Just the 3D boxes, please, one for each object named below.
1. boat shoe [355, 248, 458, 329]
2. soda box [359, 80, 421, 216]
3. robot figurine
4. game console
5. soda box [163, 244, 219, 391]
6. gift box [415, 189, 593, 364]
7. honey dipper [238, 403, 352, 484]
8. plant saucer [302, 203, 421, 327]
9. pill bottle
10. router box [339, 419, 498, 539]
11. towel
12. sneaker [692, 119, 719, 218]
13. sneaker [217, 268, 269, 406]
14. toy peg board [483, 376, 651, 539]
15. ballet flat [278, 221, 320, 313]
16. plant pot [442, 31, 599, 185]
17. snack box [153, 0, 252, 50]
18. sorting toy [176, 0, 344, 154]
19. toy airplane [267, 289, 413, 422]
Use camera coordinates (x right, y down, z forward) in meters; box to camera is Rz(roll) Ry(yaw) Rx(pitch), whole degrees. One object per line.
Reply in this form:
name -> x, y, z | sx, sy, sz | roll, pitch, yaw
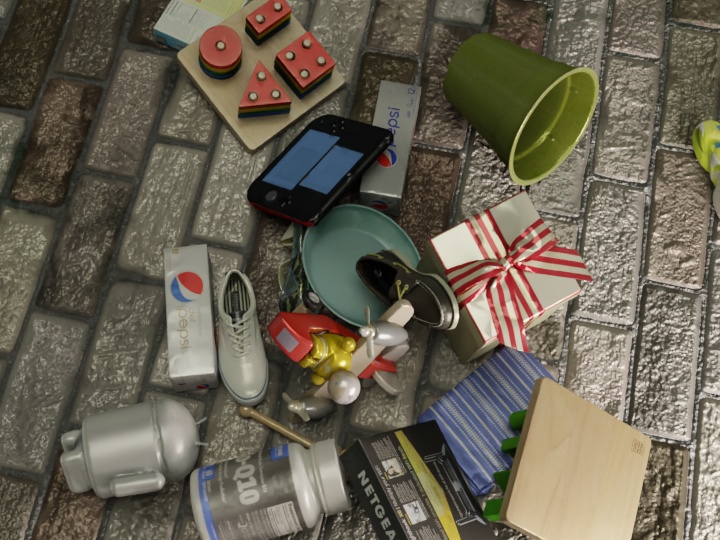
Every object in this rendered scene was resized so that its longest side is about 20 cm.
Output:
boat shoe -> 0.062, 0.029, 1.571 | 0.060, 0.073, 0.201 | -6, 24, -29
soda box -> 0.046, -0.190, 1.770 | 0.067, 0.064, 0.203 | 9, 66, 3
robot figurine -> -0.303, 0.239, 1.549 | 0.196, 0.114, 0.171 | -12, 38, -5
game console -> -0.065, -0.155, 1.721 | 0.176, 0.031, 0.200 | 18, 60, 49
soda box -> -0.245, 0.067, 1.653 | 0.067, 0.064, 0.203 | -6, 66, -3
gift box -> 0.201, 0.019, 1.601 | 0.183, 0.187, 0.202 | -31, 79, -13
honey dipper -> -0.085, 0.234, 1.597 | 0.198, 0.038, 0.038 | 28, 68, 14
plant saucer -> 0.000, 0.000, 1.671 | 0.197, 0.036, 0.203 | 12, 59, -21
pill bottle -> -0.118, 0.295, 1.514 | 0.196, 0.114, 0.116 | -15, 66, 0
router box -> 0.080, 0.307, 1.511 | 0.156, 0.052, 0.202 | -4, 58, -45
towel -> 0.195, 0.207, 1.622 | 0.199, 0.024, 0.145 | -36, 69, -17
sneaker -> 0.587, -0.149, 1.751 | 0.103, 0.076, 0.203 | -10, 66, -6
sneaker -> -0.176, 0.092, 1.632 | 0.072, 0.071, 0.203 | -12, 63, -5
toy peg board -> 0.270, 0.283, 1.543 | 0.197, 0.097, 0.203 | 29, 64, -19
ballet flat -> -0.091, -0.025, 1.698 | 0.073, 0.075, 0.203 | 5, 62, 2
plant pot -> 0.231, -0.267, 1.756 | 0.199, 0.201, 0.189 | -40, 59, -17
snack box -> -0.244, -0.445, 1.894 | 0.115, 0.037, 0.202 | 24, 68, 8
sorting toy -> -0.155, -0.326, 1.804 | 0.198, 0.070, 0.201 | -38, 84, -16
toy airplane -> -0.018, 0.130, 1.553 | 0.195, 0.202, 0.142 | -8, 40, -1
